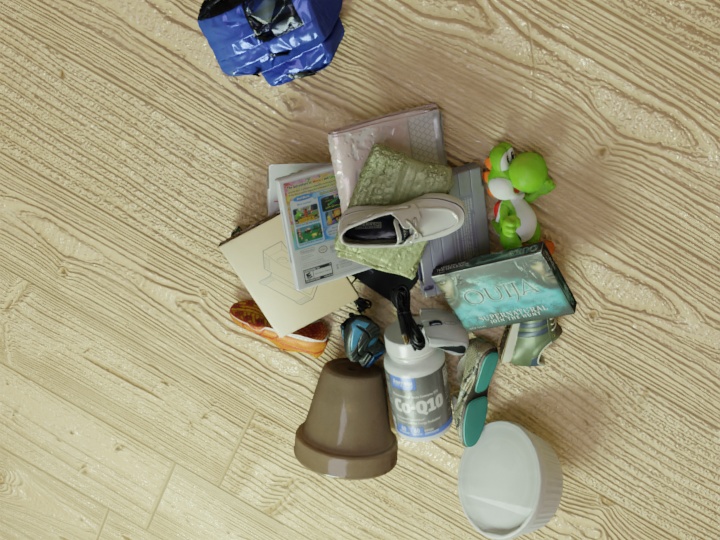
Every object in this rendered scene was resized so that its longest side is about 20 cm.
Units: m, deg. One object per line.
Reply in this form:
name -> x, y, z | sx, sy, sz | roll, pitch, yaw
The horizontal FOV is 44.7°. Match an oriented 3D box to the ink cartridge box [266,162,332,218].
ink cartridge box -> -0.101, -0.099, 1.481 | 0.113, 0.067, 0.204 | -2, 120, -7

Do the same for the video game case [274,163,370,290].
video game case -> -0.032, -0.082, 1.427 | 0.196, 0.024, 0.186 | -17, 108, -22

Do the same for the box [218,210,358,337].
box -> -0.118, 0.000, 1.469 | 0.161, 0.021, 0.202 | -26, 114, 15

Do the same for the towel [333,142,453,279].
towel -> 0.048, -0.089, 1.357 | 0.145, 0.037, 0.203 | 17, 118, -7

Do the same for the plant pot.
plant pot -> -0.019, 0.264, 1.621 | 0.195, 0.200, 0.179 | 9, 104, 12

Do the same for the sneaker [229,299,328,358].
sneaker -> -0.157, 0.115, 1.637 | 0.196, 0.073, 0.078 | 21, 133, 9

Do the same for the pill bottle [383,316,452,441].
pill bottle -> 0.102, 0.193, 1.570 | 0.111, 0.114, 0.204 | -1, 118, 18

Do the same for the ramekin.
ramekin -> 0.275, 0.380, 1.579 | 0.093, 0.205, 0.202 | 16, 133, -38

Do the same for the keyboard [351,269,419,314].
keyboard -> 0.000, 0.000, 1.506 | 0.198, 0.021, 0.128 | 34, 105, -25

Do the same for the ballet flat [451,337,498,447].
ballet flat -> 0.199, 0.214, 1.579 | 0.075, 0.067, 0.205 | 31, 119, 47

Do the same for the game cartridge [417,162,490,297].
game cartridge -> 0.147, -0.065, 1.426 | 0.127, 0.038, 0.204 | -18, 119, -15

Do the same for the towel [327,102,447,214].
towel -> 0.052, -0.147, 1.392 | 0.187, 0.032, 0.204 | -17, 117, -11

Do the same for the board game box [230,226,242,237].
board game box -> -0.160, 0.009, 1.561 | 0.023, 0.105, 0.201 | -39, 102, 4

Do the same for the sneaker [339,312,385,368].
sneaker -> -0.010, 0.113, 1.529 | 0.073, 0.201, 0.082 | -40, 72, -9

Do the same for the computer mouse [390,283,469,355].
computer mouse -> 0.131, 0.092, 1.480 | 0.044, 0.112, 0.198 | -33, 148, 30

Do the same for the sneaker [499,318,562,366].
sneaker -> 0.301, 0.080, 1.478 | 0.088, 0.068, 0.204 | 14, 122, 1

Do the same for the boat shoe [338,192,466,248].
boat shoe -> 0.062, -0.068, 1.308 | 0.195, 0.066, 0.073 | -2, 118, 4

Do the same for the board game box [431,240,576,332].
board game box -> 0.227, 0.030, 1.396 | 0.197, 0.028, 0.136 | -14, 126, 35

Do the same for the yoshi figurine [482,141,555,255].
yoshi figurine -> 0.258, -0.101, 1.370 | 0.109, 0.113, 0.204 | -15, 111, 7

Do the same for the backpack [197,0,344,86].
backpack -> -0.135, -0.366, 1.308 | 0.196, 0.164, 0.170 | -12, 118, 22
